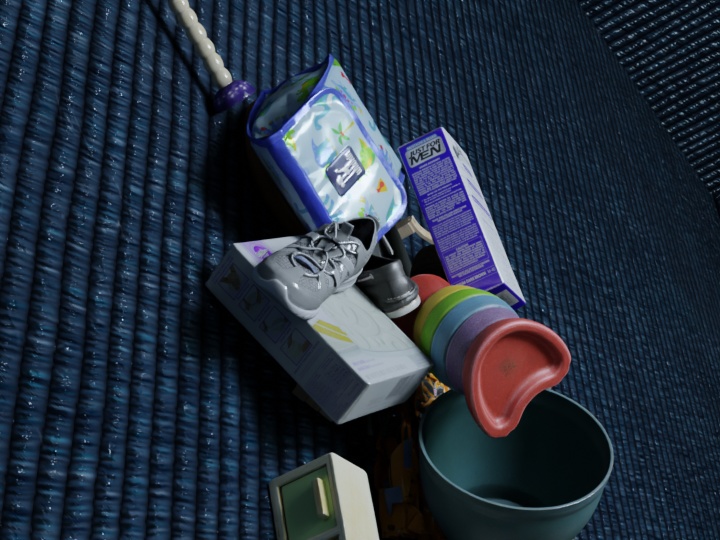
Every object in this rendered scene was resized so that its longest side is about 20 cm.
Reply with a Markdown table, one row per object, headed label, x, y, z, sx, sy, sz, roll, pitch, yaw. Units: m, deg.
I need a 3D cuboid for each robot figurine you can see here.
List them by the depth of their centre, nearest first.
| label | x | y | z | sx | sy | sz | roll | pitch | yaw |
| --- | --- | --- | --- | --- | --- | --- | --- | --- | --- |
| robot figurine | 0.060 | 0.191 | 1.673 | 0.145 | 0.058 | 0.202 | 25 | 60 | -57 |

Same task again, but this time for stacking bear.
| label | x | y | z | sx | sy | sz | roll | pitch | yaw |
| --- | --- | --- | --- | --- | --- | --- | --- | --- | --- |
| stacking bear | 0.103 | 0.066 | 1.617 | 0.114 | 0.121 | 0.200 | 52 | -11 | -36 |

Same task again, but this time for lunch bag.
| label | x | y | z | sx | sy | sz | roll | pitch | yaw |
| --- | --- | --- | --- | --- | --- | --- | --- | --- | --- |
| lunch bag | -0.039 | -0.113 | 1.662 | 0.171 | 0.127 | 0.200 | 56 | 22 | -19 |

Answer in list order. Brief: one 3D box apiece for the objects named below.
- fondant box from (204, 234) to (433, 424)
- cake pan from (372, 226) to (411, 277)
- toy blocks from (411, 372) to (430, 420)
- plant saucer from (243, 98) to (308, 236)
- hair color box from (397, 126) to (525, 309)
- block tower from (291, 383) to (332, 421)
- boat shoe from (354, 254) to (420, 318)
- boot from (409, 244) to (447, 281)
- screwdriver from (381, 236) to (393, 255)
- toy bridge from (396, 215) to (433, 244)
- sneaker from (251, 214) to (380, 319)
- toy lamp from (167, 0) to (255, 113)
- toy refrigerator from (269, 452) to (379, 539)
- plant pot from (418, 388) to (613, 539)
| label | x | y | z | sx | sy | sz | roll | pitch | yaw |
| --- | --- | --- | --- | --- | --- | --- | --- | --- | --- |
| fondant box | -0.039 | 0.054 | 1.541 | 0.200 | 0.058 | 0.144 | 44 | 23 | 18 |
| cake pan | 0.032 | 0.010 | 1.834 | 0.200 | 0.036 | 0.202 | -18 | 90 | -78 |
| toy blocks | 0.151 | 0.141 | 1.810 | 0.199 | 0.138 | 0.100 | 22 | 5 | -24 |
| plant saucer | -0.075 | -0.108 | 1.792 | 0.200 | 0.032 | 0.201 | 50 | 25 | -33 |
| hair color box | 0.115 | -0.050 | 1.763 | 0.109 | 0.064 | 0.201 | 36 | 33 | -66 |
| block tower | -0.012 | 0.095 | 1.651 | 0.054 | 0.058 | 0.200 | 37 | 21 | 3 |
| boat shoe | 0.000 | 0.000 | 1.661 | 0.200 | 0.067 | 0.057 | 20 | -48 | 59 |
| boot | 0.107 | 0.033 | 1.922 | 0.200 | 0.066 | 0.177 | -68 | 147 | -74 |
| screwdriver | 0.007 | -0.079 | 1.786 | 0.200 | 0.029 | 0.028 | 55 | -7 | 48 |
| toy bridge | 0.116 | 0.014 | 2.034 | 0.201 | 0.067 | 0.027 | 57 | 16 | -15 |
| sneaker | -0.040 | -0.015 | 1.489 | 0.075 | 0.082 | 0.200 | 39 | 23 | 6 |
| toy lamp | -0.187 | -0.269 | 1.688 | 0.201 | 0.058 | 0.058 | 60 | 22 | -11 |
| toy refrigerator | -0.026 | 0.276 | 1.410 | 0.070 | 0.076 | 0.201 | 36 | 35 | -48 |
| plant pot | 0.152 | 0.228 | 1.601 | 0.201 | 0.198 | 0.135 | -80 | 176 | -56 |
